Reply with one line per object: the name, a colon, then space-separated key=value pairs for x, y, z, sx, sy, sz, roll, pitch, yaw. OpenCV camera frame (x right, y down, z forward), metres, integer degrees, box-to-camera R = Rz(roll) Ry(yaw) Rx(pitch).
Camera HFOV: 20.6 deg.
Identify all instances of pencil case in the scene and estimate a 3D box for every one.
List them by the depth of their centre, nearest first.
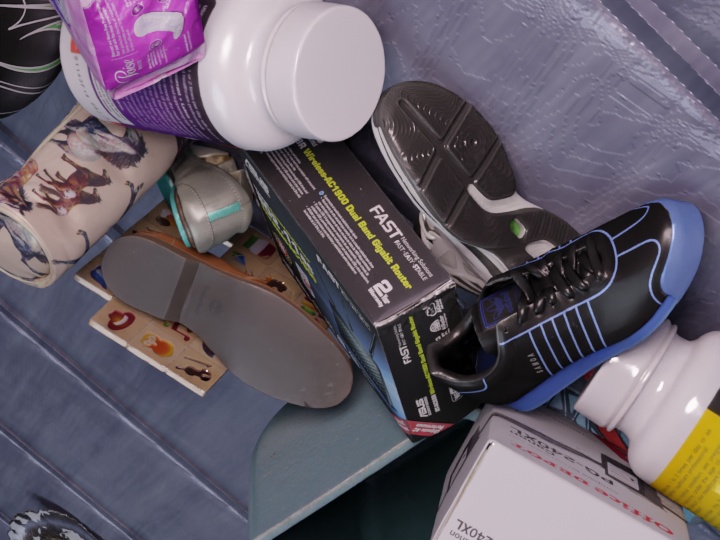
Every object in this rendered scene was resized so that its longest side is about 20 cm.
pencil case: x=-0.188 y=-0.077 z=1.377 sx=0.089 sy=0.200 sz=0.078 roll=47 pitch=150 yaw=-13

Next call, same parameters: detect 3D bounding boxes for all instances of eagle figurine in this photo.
eagle figurine: x=-0.380 y=0.409 z=2.651 sx=0.152 sy=0.151 sz=0.200 roll=-42 pitch=68 yaw=26

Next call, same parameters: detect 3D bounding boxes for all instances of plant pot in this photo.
plant pot: x=0.034 y=0.156 z=1.507 sx=0.196 sy=0.196 sz=0.200 roll=50 pitch=-168 yaw=-30

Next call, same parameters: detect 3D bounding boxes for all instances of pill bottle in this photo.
pill bottle: x=-0.085 y=-0.134 z=1.244 sx=0.200 sy=0.111 sz=0.111 roll=14 pitch=148 yaw=41
pill bottle: x=0.241 y=0.108 z=1.267 sx=0.200 sy=0.111 sz=0.111 roll=32 pitch=156 yaw=5

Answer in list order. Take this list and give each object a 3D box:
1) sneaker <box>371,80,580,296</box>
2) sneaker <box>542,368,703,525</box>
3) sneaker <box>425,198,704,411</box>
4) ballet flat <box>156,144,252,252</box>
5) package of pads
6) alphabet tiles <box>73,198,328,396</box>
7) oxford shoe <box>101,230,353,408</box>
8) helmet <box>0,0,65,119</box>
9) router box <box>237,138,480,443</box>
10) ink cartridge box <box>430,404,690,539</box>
sneaker: x=0.051 y=-0.040 z=1.285 sx=0.115 sy=0.076 sz=0.201 roll=-2 pitch=139 yaw=51
sneaker: x=0.168 y=0.128 z=1.417 sx=0.200 sy=0.096 sz=0.079 roll=41 pitch=156 yaw=-13
sneaker: x=0.122 y=0.020 z=1.213 sx=0.078 sy=0.070 sz=0.200 roll=16 pitch=134 yaw=-33
ballet flat: x=-0.113 y=-0.059 z=1.463 sx=0.200 sy=0.064 sz=0.067 roll=-128 pitch=17 yaw=-71
package of pads: x=-0.166 y=-0.212 z=1.161 sx=0.200 sy=0.076 sz=0.121 roll=59 pitch=168 yaw=26
alphabet tiles: x=-0.112 y=0.019 z=1.484 sx=0.167 sy=0.200 sz=0.008 roll=32 pitch=126 yaw=8
oxford shoe: x=-0.086 y=0.027 z=1.430 sx=0.200 sy=0.071 sz=0.071 roll=33 pitch=-161 yaw=6
helmet: x=-0.277 y=-0.183 z=1.307 sx=0.190 sy=0.200 sz=0.200 roll=-3 pitch=-179 yaw=-37
router box: x=0.000 y=0.000 z=1.345 sx=0.200 sy=0.062 sz=0.150 roll=52 pitch=168 yaw=35
ink cartridge box: x=0.129 y=0.156 z=1.269 sx=0.145 sy=0.083 sz=0.200 roll=29 pitch=-172 yaw=1
